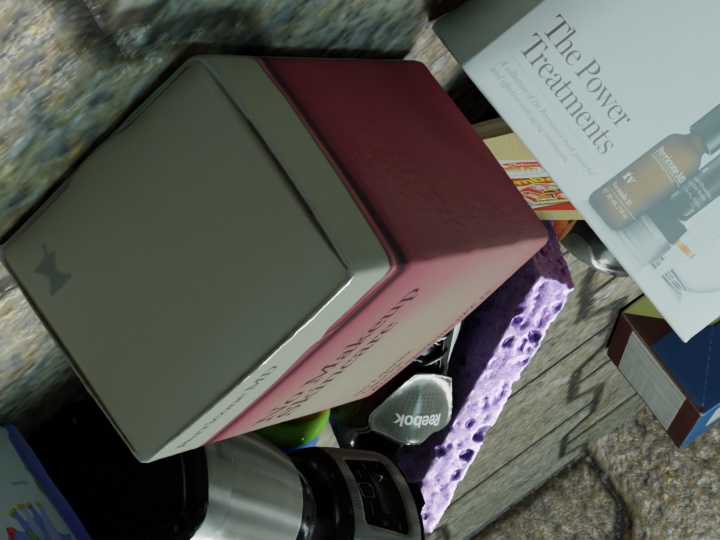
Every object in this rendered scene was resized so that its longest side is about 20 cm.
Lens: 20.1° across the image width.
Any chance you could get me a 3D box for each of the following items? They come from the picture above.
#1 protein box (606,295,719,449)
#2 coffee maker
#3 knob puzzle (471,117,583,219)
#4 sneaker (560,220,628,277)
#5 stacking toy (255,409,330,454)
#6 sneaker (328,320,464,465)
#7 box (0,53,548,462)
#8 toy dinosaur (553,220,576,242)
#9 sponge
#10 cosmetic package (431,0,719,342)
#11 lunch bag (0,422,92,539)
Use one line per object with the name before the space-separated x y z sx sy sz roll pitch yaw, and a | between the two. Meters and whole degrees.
protein box | 0.381 0.063 2.123 0.198 0.135 0.200 -35 167 -7
coffee maker | -0.093 0.148 1.108 0.191 0.135 0.200 -15 153 35
knob puzzle | 0.124 -0.064 1.059 0.218 0.031 0.220 2 168 0
sneaker | 0.205 -0.062 1.410 0.200 0.075 0.079 -32 155 -46
stacking toy | -0.049 0.070 1.188 0.085 0.085 0.200 -25 156 -40
sneaker | 0.030 0.051 1.176 0.066 0.091 0.200 3 139 -23
box | -0.029 -0.010 0.853 0.128 0.109 0.200 -42 167 24
toy dinosaur | 0.141 -0.053 1.216 0.200 0.105 0.181 -30 152 23
sponge | 0.065 0.048 1.226 0.030 0.112 0.200 16 122 -20
cosmetic package | 0.151 -0.083 0.930 0.151 0.052 0.200 -40 122 6
lunch bag | -0.186 0.186 0.935 0.127 0.200 0.170 -43 165 29
